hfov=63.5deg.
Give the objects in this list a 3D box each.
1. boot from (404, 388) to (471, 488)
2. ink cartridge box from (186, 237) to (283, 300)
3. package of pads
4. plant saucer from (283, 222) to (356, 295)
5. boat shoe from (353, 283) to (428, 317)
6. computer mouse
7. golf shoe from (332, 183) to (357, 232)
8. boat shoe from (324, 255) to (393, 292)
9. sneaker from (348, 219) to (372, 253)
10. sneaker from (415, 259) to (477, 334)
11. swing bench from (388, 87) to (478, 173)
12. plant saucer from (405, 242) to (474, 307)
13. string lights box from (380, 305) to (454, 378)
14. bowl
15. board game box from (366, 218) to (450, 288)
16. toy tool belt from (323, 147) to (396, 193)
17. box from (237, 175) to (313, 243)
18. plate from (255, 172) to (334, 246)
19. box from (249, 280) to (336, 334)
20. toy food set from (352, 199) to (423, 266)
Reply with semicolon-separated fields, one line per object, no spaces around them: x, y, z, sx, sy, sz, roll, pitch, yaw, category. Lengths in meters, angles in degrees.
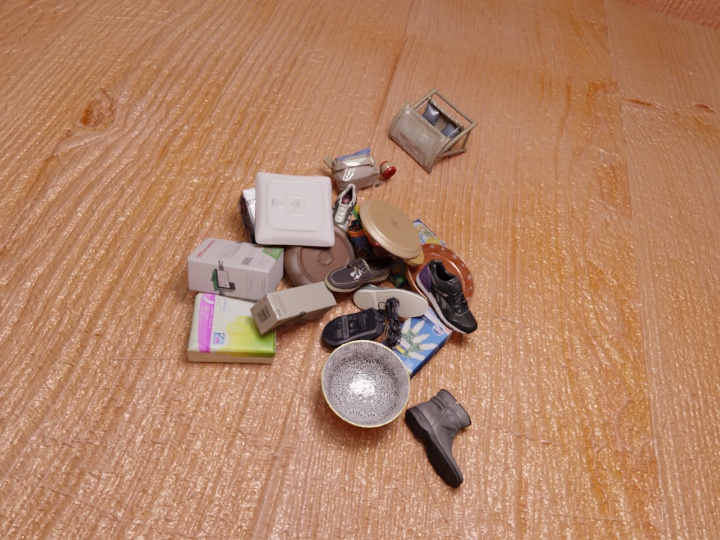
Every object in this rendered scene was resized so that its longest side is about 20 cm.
0.200;0.363;1.289;0.130;0.070;0.201;-18;63;-29;boot
-0.298;-0.005;1.401;0.197;0.086;0.146;8;25;5;ink cartridge box
-0.293;0.133;1.355;0.197;0.069;0.156;4;54;-10;package of pads
-0.095;-0.033;1.477;0.197;0.037;0.204;2;84;-22;plant saucer
0.081;0.066;1.451;0.197;0.074;0.062;5;29;26;boat shoe
0.006;0.146;1.388;0.197;0.053;0.140;-13;44;11;computer mouse
-0.059;-0.152;1.605;0.076;0.089;0.202;17;53;0;golf shoe
0.000;0.000;1.449;0.198;0.065;0.072;-12;57;-36;boat shoe
0.009;-0.097;1.561;0.074;0.080;0.200;-7;15;15;sneaker
0.220;0.063;1.419;0.075;0.088;0.200;-31;74;-38;sneaker
0.227;-0.448;1.857;0.199;0.131;0.199;-32;66;-30;swing bench
0.206;0.019;1.522;0.197;0.032;0.203;13;53;-17;plant saucer
0.128;0.179;1.412;0.102;0.059;0.199;38;55;19;string lights box
0.005;0.267;1.298;0.197;0.095;0.203;5;55;-8;bowl
0.132;-0.048;1.599;0.199;0.035;0.135;-32;66;-30;board game box
-0.002;-0.312;1.714;0.198;0.125;0.124;-21;69;-26;toy tool belt
-0.208;-0.156;1.531;0.197;0.115;0.134;-15;84;-22;box
-0.163;-0.160;1.454;0.197;0.032;0.203;2;67;-13;plate
-0.154;0.085;1.357;0.199;0.082;0.069;-12;70;-50;box
0.075;-0.103;1.471;0.198;0.049;0.200;11;44;-38;toy food set
